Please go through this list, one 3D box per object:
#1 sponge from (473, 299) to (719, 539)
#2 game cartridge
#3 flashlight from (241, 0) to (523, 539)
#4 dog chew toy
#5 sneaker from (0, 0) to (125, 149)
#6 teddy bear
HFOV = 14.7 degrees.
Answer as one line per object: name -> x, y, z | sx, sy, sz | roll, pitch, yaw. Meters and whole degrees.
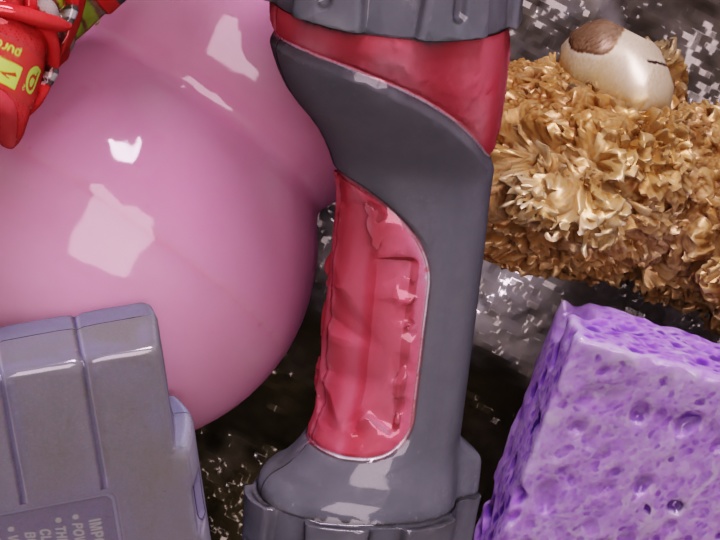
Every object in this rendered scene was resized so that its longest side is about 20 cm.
sponge -> 0.131, 0.087, 0.768 | 0.200, 0.030, 0.112 | 16, 112, -10
game cartridge -> -0.100, 0.108, 0.744 | 0.130, 0.038, 0.200 | -12, 119, -10
flashlight -> 0.000, 0.000, 0.717 | 0.068, 0.068, 0.200 | 16, 110, 24
dog chew toy -> -0.046, -0.051, 0.781 | 0.125, 0.125, 0.200 | 36, 79, -10
sneaker -> -0.080, -0.071, 0.678 | 0.077, 0.085, 0.200 | 33, 122, -32
teddy bear -> 0.114, -0.021, 0.793 | 0.200, 0.145, 0.067 | 25, 119, -11
